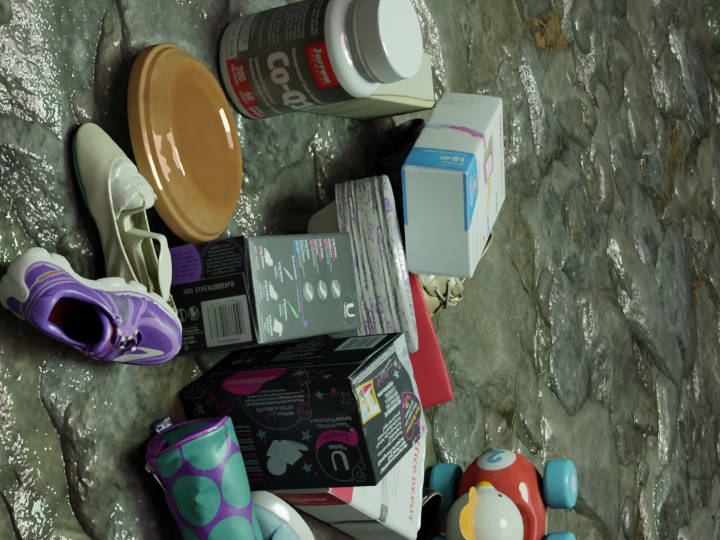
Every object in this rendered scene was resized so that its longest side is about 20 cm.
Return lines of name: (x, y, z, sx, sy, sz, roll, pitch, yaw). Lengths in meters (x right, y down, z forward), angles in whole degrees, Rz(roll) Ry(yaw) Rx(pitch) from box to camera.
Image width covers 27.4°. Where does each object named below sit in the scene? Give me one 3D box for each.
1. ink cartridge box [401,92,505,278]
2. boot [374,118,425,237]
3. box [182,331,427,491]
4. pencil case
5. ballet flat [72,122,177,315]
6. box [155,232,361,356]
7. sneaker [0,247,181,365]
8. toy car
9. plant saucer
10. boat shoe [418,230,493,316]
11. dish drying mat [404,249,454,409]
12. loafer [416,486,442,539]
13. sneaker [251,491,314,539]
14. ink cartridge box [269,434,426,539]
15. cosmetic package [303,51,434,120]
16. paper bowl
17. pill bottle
ink cartridge box: (0.116, -0.107, 1.787, 0.201, 0.083, 0.146, -63, 154, -54)
boot: (0.093, -0.141, 1.932, 0.200, 0.069, 0.133, -50, 127, -55)
box: (-0.053, 0.143, 1.472, 0.132, 0.198, 0.116, -35, 115, -57)
pencil case: (-0.143, 0.239, 1.405, 0.091, 0.085, 0.203, -20, 105, -21)
ballet flat: (-0.212, -0.041, 1.370, 0.069, 0.069, 0.203, -26, 106, -59)
box: (-0.101, 0.022, 1.493, 0.199, 0.121, 0.108, -5, 87, -60)
sneaker: (-0.227, 0.052, 1.284, 0.199, 0.083, 0.081, 24, 104, -50)
toy car: (0.157, 0.297, 1.791, 0.200, 0.182, 0.180, 40, 49, -65)
plant saucer: (-0.167, -0.128, 1.466, 0.200, 0.037, 0.203, -11, 90, -71)
boat shoe: (0.099, 0.013, 1.863, 0.201, 0.064, 0.073, -53, 144, -26)
dish drying mat: (0.053, 0.078, 1.811, 0.018, 0.076, 0.202, -104, 176, -72)
loafer: (0.045, 0.334, 1.739, 0.072, 0.062, 0.201, 59, 37, -35)
sneaker: (-0.083, 0.316, 1.505, 0.202, 0.073, 0.082, 66, 30, -25)
ink cartridge box: (-0.009, 0.207, 1.651, 0.200, 0.082, 0.147, 40, 49, -51)
cosmetic package: (-0.001, -0.227, 1.755, 0.199, 0.102, 0.074, -4, 87, -60)
paper bowl: (0.000, 0.000, 1.657, 0.201, 0.103, 0.204, -9, 90, -87)
pill bottle: (-0.042, -0.235, 1.583, 0.113, 0.198, 0.116, 22, 64, -56)
